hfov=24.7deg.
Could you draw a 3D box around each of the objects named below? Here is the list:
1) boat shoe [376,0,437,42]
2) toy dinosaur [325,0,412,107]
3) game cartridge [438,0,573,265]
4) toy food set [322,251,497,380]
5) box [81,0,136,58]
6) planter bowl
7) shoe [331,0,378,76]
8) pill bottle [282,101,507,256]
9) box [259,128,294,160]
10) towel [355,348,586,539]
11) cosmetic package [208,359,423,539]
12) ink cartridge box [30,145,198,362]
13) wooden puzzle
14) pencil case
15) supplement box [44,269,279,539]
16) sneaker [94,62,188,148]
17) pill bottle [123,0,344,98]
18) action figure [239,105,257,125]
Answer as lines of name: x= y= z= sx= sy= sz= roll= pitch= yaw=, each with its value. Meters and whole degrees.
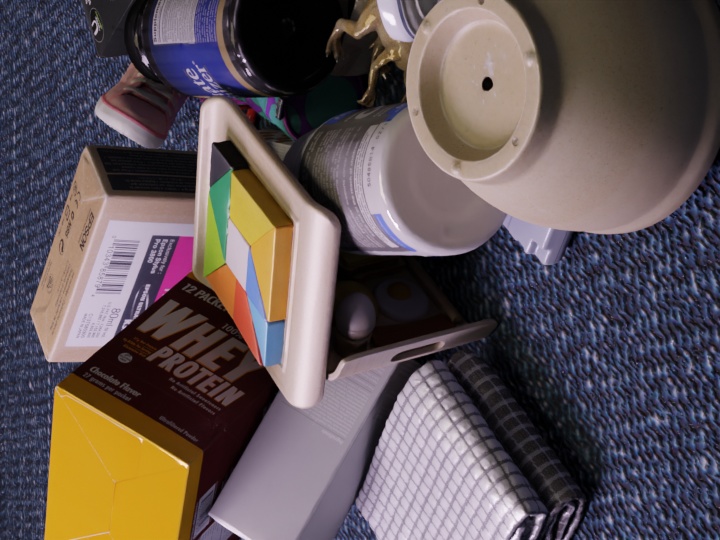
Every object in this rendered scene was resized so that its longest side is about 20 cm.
boat shoe: x=0.064 y=-0.266 z=1.185 sx=0.086 sy=0.075 sz=0.203 roll=6 pitch=90 yaw=24
toy dinosaur: x=0.021 y=-0.195 z=1.278 sx=0.101 sy=0.058 sz=0.200 roll=-49 pitch=54 yaw=41
game cartridge: x=0.109 y=-0.118 z=1.209 sx=0.200 sy=0.040 sz=0.134 roll=56 pitch=149 yaw=34
toy food set: x=0.000 y=0.000 z=1.338 sx=0.200 sy=0.143 sz=0.061 roll=53 pitch=145 yaw=38
box: x=-0.168 y=-0.301 z=1.515 sx=0.200 sy=0.148 sz=0.125 roll=-38 pitch=68 yaw=59
planter bowl: x=0.115 y=-0.119 z=1.049 sx=0.200 sy=0.134 sz=0.201 roll=8 pitch=101 yaw=49
shoe: x=0.003 y=-0.245 z=1.328 sx=0.070 sy=0.053 sz=0.201 roll=47 pitch=139 yaw=43
pill bottle: x=0.020 y=-0.068 z=1.237 sx=0.200 sy=0.113 sz=0.114 roll=2 pitch=103 yaw=63
box: x=-0.054 y=-0.100 z=1.505 sx=0.200 sy=0.039 sz=0.042 roll=17 pitch=116 yaw=58
towel: x=0.090 y=0.185 z=1.319 sx=0.166 sy=0.085 sz=0.200 roll=53 pitch=144 yaw=31
cosmetic package: x=-0.032 y=0.143 z=1.378 sx=0.090 sy=0.200 sz=0.107 roll=32 pitch=177 yaw=19
ink cartridge box: x=-0.189 y=-0.011 z=1.476 sx=0.075 sy=0.164 sz=0.200 roll=61 pitch=139 yaw=41
wooden puzzle: x=-0.084 y=-0.015 z=1.295 sx=0.200 sy=0.037 sz=0.186 roll=46 pitch=140 yaw=44
pencil case: x=-0.081 y=-0.172 z=1.478 sx=0.200 sy=0.085 sz=0.093 roll=32 pitch=113 yaw=53
supplement box: x=-0.152 y=0.143 z=1.407 sx=0.132 sy=0.200 sz=0.198 roll=28 pitch=132 yaw=17
sneaker: x=-0.202 y=-0.188 z=1.632 sx=0.105 sy=0.075 sz=0.200 roll=-57 pitch=8 yaw=13
pill bottle: x=-0.112 y=-0.199 z=1.368 sx=0.200 sy=0.112 sz=0.112 roll=7 pitch=107 yaw=53
action figure: x=-0.166 y=-0.112 z=1.651 sx=0.065 sy=0.099 sz=0.200 roll=61 pitch=150 yaw=30
